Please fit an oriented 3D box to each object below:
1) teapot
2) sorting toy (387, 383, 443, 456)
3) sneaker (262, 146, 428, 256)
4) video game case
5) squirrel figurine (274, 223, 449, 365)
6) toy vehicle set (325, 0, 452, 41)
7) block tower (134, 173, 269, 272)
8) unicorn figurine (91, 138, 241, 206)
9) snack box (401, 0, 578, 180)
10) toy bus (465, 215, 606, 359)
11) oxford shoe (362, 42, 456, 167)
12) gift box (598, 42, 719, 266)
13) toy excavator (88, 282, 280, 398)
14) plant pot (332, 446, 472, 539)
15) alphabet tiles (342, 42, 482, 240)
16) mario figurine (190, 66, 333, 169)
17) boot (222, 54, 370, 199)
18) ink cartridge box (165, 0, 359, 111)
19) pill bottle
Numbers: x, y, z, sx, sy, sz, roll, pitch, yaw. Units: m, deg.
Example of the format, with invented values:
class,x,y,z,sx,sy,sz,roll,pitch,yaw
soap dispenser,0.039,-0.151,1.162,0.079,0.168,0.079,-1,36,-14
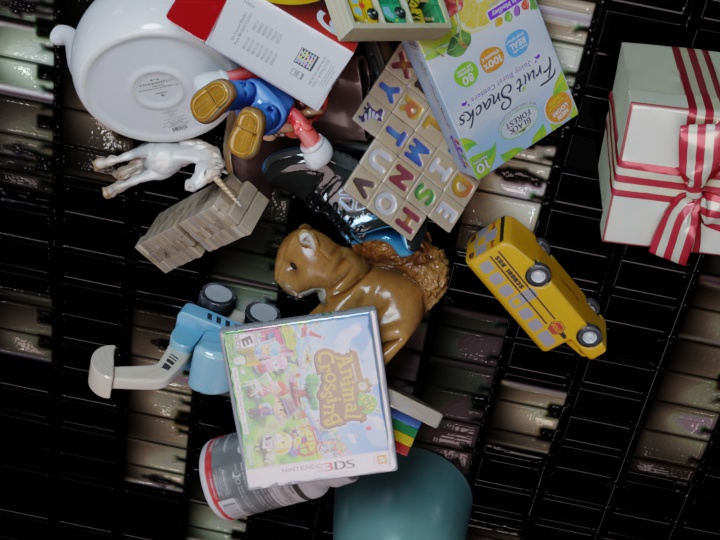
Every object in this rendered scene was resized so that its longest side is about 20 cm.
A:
class,x,y,z,sx,sy,sz,roll,pitch,yaw
teapot,-0.213,-0.247,1.285,0.198,0.147,0.197,16,139,-26
sorting toy,-0.018,0.155,1.480,0.197,0.200,0.070,26,88,-9
sneaker,-0.015,-0.077,1.317,0.198,0.083,0.073,15,160,-11
video game case,-0.057,0.149,1.371,0.180,0.022,0.202,-8,107,1
squirrel figurine,0.000,0.000,1.437,0.186,0.142,0.200,43,98,-3
toy vehicle set,0.006,-0.318,1.160,0.026,0.123,0.202,-34,70,51
block tower,-0.190,-0.055,1.414,0.054,0.058,0.199,42,144,-22
unicorn figurine,-0.229,-0.119,1.349,0.136,0.200,0.075,-19,118,-11
snack box,0.133,-0.220,1.266,0.141,0.053,0.201,-32,118,-10
toy bus,0.217,0.028,1.445,0.078,0.065,0.200,-32,113,26
oxford shoe,0.069,-0.183,1.339,0.084,0.073,0.201,-33,111,-2
gift box,0.356,-0.128,1.250,0.197,0.187,0.186,3,124,7
toy excavator,-0.213,0.106,1.479,0.193,0.200,0.101,21,124,5
plant pot,0.052,0.368,1.634,0.198,0.162,0.203,4,123,6
alphabet tiles,0.071,-0.143,1.305,0.167,0.008,0.201,35,83,-21
mario figurine,-0.100,-0.152,1.218,0.105,0.200,0.125,-11,98,24
boot,-0.069,-0.154,1.347,0.165,0.072,0.202,10,117,21
ink cartridge box,-0.078,-0.284,1.199,0.174,0.201,0.084,28,131,-11
pill bottle,-0.107,0.260,1.616,0.198,0.114,0.115,-18,119,18
